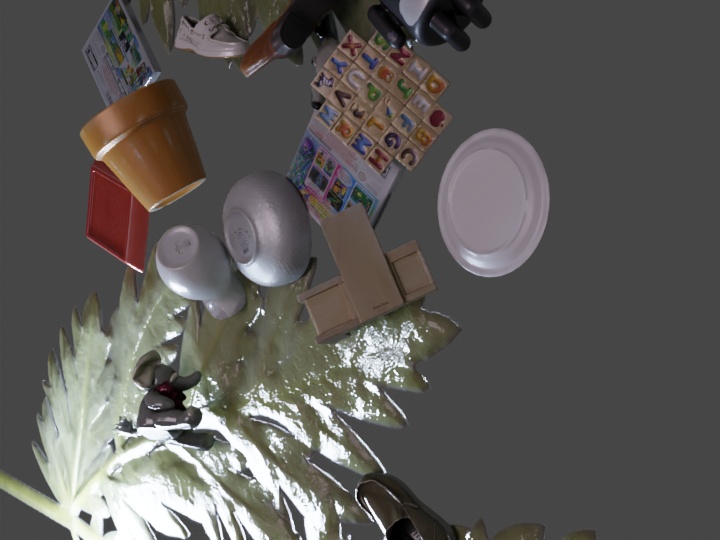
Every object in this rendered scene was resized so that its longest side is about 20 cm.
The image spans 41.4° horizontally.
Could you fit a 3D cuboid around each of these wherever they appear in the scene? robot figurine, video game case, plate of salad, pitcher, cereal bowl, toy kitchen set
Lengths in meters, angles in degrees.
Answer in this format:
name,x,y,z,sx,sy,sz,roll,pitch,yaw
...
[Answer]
name,x,y,z,sx,sy,sz,roll,pitch,yaw
robot figurine,0.091,-0.388,1.295,0.201,0.149,0.125,51,157,23
video game case,-0.031,-0.150,1.524,0.200,0.024,0.183,46,126,27
plate of salad,0.185,-0.093,1.311,0.198,0.048,0.204,-2,88,48
pitcher,-0.291,-0.021,1.690,0.120,0.200,0.173,-30,63,2
cereal bowl,-0.174,-0.066,1.620,0.199,0.083,0.203,19,116,44
video game case,-0.481,-0.420,1.904,0.182,0.022,0.202,-41,69,41
toy kitchen set,0.000,0.000,1.490,0.198,0.180,0.165,-24,83,3

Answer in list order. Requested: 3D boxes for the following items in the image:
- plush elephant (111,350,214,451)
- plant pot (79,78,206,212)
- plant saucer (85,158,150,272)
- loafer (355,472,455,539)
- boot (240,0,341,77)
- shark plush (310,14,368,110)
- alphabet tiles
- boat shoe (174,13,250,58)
name,x,y,z,sx,sy,sz,roll,pitch,yaw
plush elephant,-0.373,0.250,1.857,0.197,0.165,0.157,1,59,12
plant pot,-0.380,-0.218,1.745,0.199,0.200,0.185,-27,96,43
plant saucer,-0.511,-0.120,1.981,0.199,0.036,0.203,27,116,36
loafer,0.060,0.388,1.507,0.199,0.069,0.076,26,115,38
boot,-0.101,-0.397,1.506,0.190,0.068,0.199,-64,20,-12
shark plush,-0.046,-0.304,1.467,0.090,0.083,0.202,-28,66,7
alphabet tiles,0.030,-0.247,1.383,0.199,0.006,0.167,41,103,5
boat shoe,-0.260,-0.411,1.659,0.198,0.070,0.070,22,114,41
